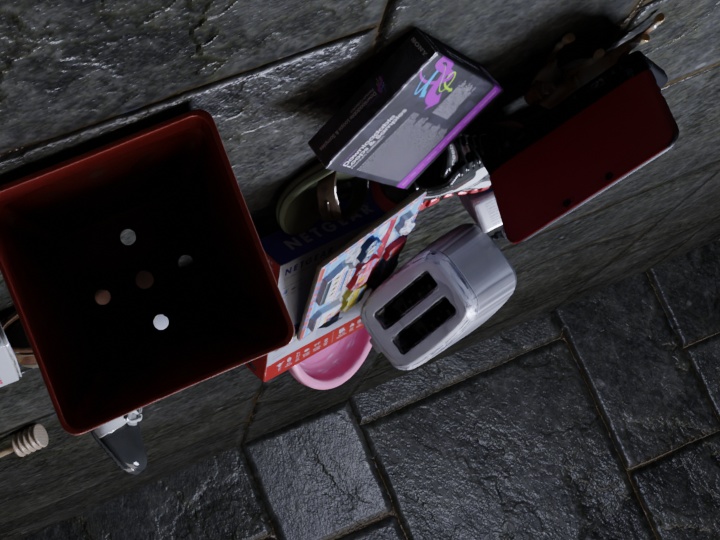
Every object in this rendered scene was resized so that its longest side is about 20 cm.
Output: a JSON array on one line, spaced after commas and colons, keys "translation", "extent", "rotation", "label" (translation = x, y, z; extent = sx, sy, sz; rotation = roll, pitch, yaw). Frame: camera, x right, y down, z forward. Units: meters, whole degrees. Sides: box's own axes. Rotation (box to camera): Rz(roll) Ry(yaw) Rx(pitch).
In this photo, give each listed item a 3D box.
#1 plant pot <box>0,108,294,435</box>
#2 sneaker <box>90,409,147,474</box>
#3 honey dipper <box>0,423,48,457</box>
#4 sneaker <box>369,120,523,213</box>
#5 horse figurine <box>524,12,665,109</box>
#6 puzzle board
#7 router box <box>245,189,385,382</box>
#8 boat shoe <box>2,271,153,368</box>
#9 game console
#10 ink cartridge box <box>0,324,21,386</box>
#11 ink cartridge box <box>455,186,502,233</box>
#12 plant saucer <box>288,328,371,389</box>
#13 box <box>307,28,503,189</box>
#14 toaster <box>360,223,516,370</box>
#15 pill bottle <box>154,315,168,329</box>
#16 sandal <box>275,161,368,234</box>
[{"translation": [-0.188, 0.003, 1.032], "extent": [0.197, 0.203, 0.176], "rotation": [-22, -179, -9], "label": "plant pot"}, {"translation": [-0.265, 0.120, 1.318], "extent": [0.087, 0.203, 0.074], "rotation": [-25, 174, 5], "label": "sneaker"}, {"translation": [-0.574, 0.291, 1.864], "extent": [0.198, 0.039, 0.038], "rotation": [-25, 169, 13], "label": "honey dipper"}, {"translation": [0.109, -0.123, 1.333], "extent": [0.198, 0.072, 0.098], "rotation": [-20, 170, -16], "label": "sneaker"}, {"translation": [0.241, -0.209, 1.283], "extent": [0.198, 0.050, 0.133], "rotation": [-20, 162, -28], "label": "horse figurine"}, {"translation": [0.000, 0.000, 1.336], "extent": [0.150, 0.017, 0.201], "rotation": [-38, 166, -24], "label": "puzzle board"}, {"translation": [-0.046, 0.015, 1.418], "extent": [0.198, 0.049, 0.181], "rotation": [-27, 143, -36], "label": "router box"}, {"translation": [-0.291, 0.047, 1.266], "extent": [0.198, 0.077, 0.072], "rotation": [-27, 166, 5], "label": "boat shoe"}, {"translation": [0.238, -0.119, 1.246], "extent": [0.199, 0.120, 0.172], "rotation": [-33, 164, 23], "label": "game console"}, {"translation": [-0.429, 0.086, 1.124], "extent": [0.197, 0.084, 0.145], "rotation": [-22, 168, -17], "label": "ink cartridge box"}, {"translation": [0.205, -0.136, 1.448], "extent": [0.198, 0.045, 0.177], "rotation": [-26, -153, -1], "label": "ink cartridge box"}, {"translation": [-0.048, 0.051, 1.570], "extent": [0.050, 0.204, 0.199], "rotation": [11, -166, 38], "label": "plant saucer"}, {"translation": [0.047, -0.145, 1.126], "extent": [0.143, 0.036, 0.199], "rotation": [-44, 164, 16], "label": "box"}, {"translation": [0.093, 0.030, 1.409], "extent": [0.199, 0.114, 0.129], "rotation": [-39, 176, 34], "label": "toaster"}, {"translation": [-0.189, 0.058, 1.428], "extent": [0.110, 0.112, 0.198], "rotation": [-33, 166, 38], "label": "pill bottle"}, {"translation": [-0.021, -0.086, 1.262], "extent": [0.079, 0.058, 0.200], "rotation": [-15, 164, -45], "label": "sandal"}]
